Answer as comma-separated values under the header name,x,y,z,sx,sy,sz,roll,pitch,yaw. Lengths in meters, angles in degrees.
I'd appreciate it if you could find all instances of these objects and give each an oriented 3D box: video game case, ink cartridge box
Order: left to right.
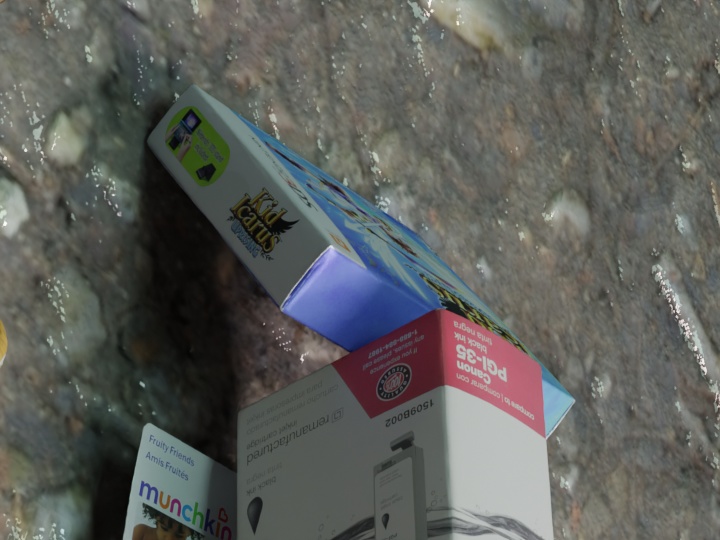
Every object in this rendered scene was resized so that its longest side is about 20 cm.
name,x,y,z,sx,sy,sz,roll,pitch,yaw
video game case,0.000,0.000,1.482,0.200,0.181,0.046,32,102,-39
ink cartridge box,0.017,0.142,1.357,0.083,0.146,0.201,31,44,-39

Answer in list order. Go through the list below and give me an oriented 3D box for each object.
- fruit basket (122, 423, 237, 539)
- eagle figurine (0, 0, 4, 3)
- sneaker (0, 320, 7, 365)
name,x,y,z,sx,sy,sz,roll,pitch,yaw
fruit basket,-0.055,0.200,1.409,0.185,0.093,0.201,34,58,-39
eagle figurine,-0.178,-0.248,1.326,0.201,0.150,0.152,61,7,-19
sneaker,-0.250,0.073,1.240,0.199,0.088,0.076,-15,60,-29
